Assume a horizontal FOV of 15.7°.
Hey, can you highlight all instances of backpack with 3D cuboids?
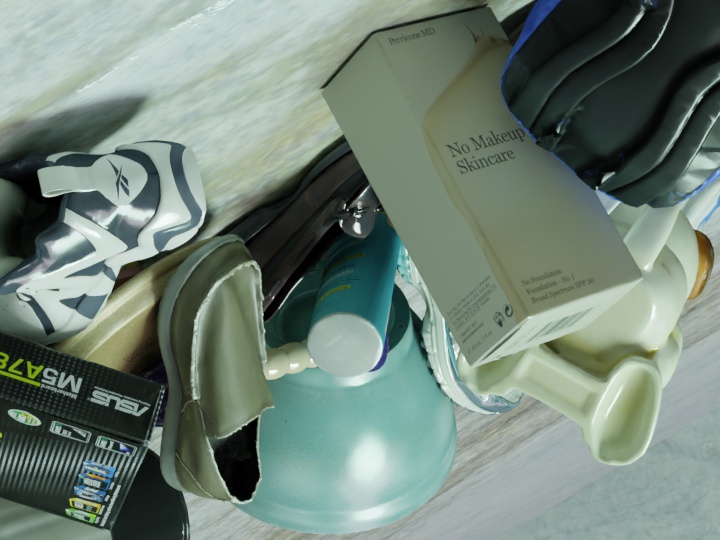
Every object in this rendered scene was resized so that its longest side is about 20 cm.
[{"bbox_3d":[0.195,-0.143,1.551,0.200,0.162,0.168,-48,-178,34],"label":"backpack"}]

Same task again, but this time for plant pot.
[{"bbox_3d":[-0.023,0.078,1.948,0.200,0.200,0.134,-22,138,-25],"label":"plant pot"}]

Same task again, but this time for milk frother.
[{"bbox_3d":[-0.244,0.269,2.140,0.188,0.200,0.180,-16,166,-40],"label":"milk frother"}]

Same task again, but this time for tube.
[{"bbox_3d":[0.000,0.000,1.797,0.077,0.050,0.200,-29,-157,21],"label":"tube"}]

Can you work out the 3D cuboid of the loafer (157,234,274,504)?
[{"bbox_3d":[-0.082,0.067,1.667,0.075,0.070,0.200,-31,138,-38],"label":"loafer"}]

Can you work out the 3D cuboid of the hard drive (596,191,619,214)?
[{"bbox_3d":[0.151,-0.057,1.749,0.132,0.027,0.200,-31,-170,46],"label":"hard drive"}]

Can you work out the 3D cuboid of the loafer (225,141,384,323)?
[{"bbox_3d":[-0.015,-0.036,1.762,0.200,0.063,0.072,-36,164,28],"label":"loafer"}]

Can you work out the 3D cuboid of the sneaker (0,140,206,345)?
[{"bbox_3d":[-0.193,-0.014,1.485,0.129,0.080,0.199,2,161,-42],"label":"sneaker"}]

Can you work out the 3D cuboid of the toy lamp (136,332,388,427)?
[{"bbox_3d":[-0.070,0.066,1.785,0.200,0.058,0.058,-17,163,-40],"label":"toy lamp"}]

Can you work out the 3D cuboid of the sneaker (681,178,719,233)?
[{"bbox_3d":[0.182,-0.056,1.895,0.200,0.147,0.081,-26,166,-11],"label":"sneaker"}]

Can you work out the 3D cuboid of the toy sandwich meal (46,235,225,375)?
[{"bbox_3d":[-0.169,0.028,1.705,0.205,0.070,0.205,-38,168,-10],"label":"toy sandwich meal"}]

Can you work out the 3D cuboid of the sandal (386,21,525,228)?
[{"bbox_3d":[0.093,-0.096,1.698,0.200,0.055,0.082,-52,169,7],"label":"sandal"}]

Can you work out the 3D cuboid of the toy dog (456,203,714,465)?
[{"bbox_3d":[0.167,0.008,1.789,0.200,0.139,0.194,-48,156,-65],"label":"toy dog"}]

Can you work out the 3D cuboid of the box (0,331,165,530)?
[{"bbox_3d":[-0.228,0.089,1.605,0.193,0.048,0.200,17,156,-7],"label":"box"}]

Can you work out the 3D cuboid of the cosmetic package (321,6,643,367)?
[{"bbox_3d":[0.073,-0.052,1.590,0.103,0.200,0.073,-18,164,-38],"label":"cosmetic package"}]

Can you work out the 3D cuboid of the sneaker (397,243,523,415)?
[{"bbox_3d":[0.089,0.025,1.903,0.086,0.200,0.078,-4,-143,30],"label":"sneaker"}]
